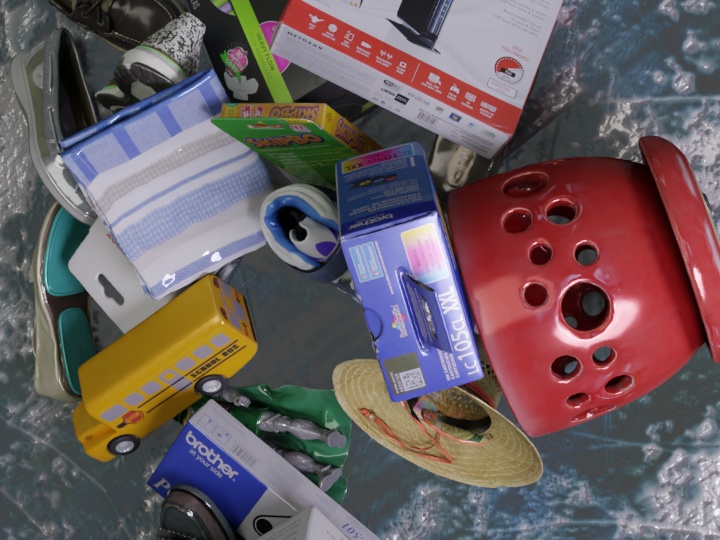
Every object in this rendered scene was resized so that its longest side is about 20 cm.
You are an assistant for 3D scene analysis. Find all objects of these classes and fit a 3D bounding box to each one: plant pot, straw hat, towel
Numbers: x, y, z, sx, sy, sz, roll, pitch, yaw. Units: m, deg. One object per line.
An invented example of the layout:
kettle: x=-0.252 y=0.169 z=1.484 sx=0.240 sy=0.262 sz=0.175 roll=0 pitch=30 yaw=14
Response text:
plant pot: x=0.180 y=0.006 z=1.074 sx=0.182 sy=0.200 sz=0.201 roll=-19 pitch=81 yaw=9
straw hat: x=0.075 y=0.094 z=1.166 sx=0.200 sy=0.201 sz=0.085 roll=17 pitch=62 yaw=26
towel: x=-0.150 y=-0.066 z=1.190 sx=0.146 sy=0.200 sz=0.024 roll=-27 pitch=49 yaw=-3

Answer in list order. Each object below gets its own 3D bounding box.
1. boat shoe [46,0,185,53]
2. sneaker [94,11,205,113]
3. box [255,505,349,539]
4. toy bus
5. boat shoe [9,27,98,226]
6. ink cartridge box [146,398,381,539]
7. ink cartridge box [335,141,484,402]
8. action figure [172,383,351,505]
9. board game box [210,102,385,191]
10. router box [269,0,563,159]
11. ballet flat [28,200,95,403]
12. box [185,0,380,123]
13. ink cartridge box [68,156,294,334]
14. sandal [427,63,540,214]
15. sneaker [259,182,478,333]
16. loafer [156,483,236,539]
boat shoe: x=-0.254 y=-0.260 z=1.367 sx=0.199 sy=0.065 sz=0.073 roll=26 pitch=99 yaw=23
sneaker: x=-0.170 y=-0.169 z=1.229 sx=0.077 sy=0.200 sz=0.089 roll=38 pitch=74 yaw=-13
box: x=-0.054 y=0.339 z=1.172 sx=0.200 sy=0.131 sz=0.199 roll=-35 pitch=110 yaw=22
toy bus: x=-0.185 y=0.091 z=1.285 sx=0.200 sy=0.078 sz=0.065 roll=-34 pitch=48 yaw=17
boat shoe: x=-0.279 y=-0.137 z=1.374 sx=0.065 sy=0.074 sz=0.203 roll=-31 pitch=69 yaw=27
ink cartridge box: x=-0.084 y=0.213 z=1.243 sx=0.200 sy=0.044 sz=0.094 roll=39 pitch=124 yaw=5
ink cartridge box: x=0.035 y=0.003 z=1.048 sx=0.076 sy=0.200 sz=0.137 roll=-16 pitch=112 yaw=6
action figure: x=-0.104 y=0.144 z=1.294 sx=0.199 sy=0.055 sz=0.119 roll=13 pitch=98 yaw=30
board game box: x=-0.036 y=-0.102 z=1.181 sx=0.095 sy=0.200 sz=0.030 roll=3 pitch=81 yaw=26
router box: x=0.052 y=-0.211 z=1.129 sx=0.199 sy=0.049 sz=0.180 roll=25 pitch=66 yaw=-6
ballet flat: x=-0.297 y=0.029 z=1.387 sx=0.069 sy=0.069 sz=0.201 roll=-2 pitch=88 yaw=26
box: x=-0.054 y=-0.231 z=1.236 sx=0.148 sy=0.124 sz=0.201 roll=-29 pitch=75 yaw=23
ink cartridge box: x=-0.169 y=-0.041 z=1.318 sx=0.116 sy=0.068 sz=0.200 roll=46 pitch=108 yaw=21
sandal: x=0.095 y=-0.146 z=1.197 sx=0.081 sy=0.055 sz=0.201 roll=21 pitch=95 yaw=25
sneaker: x=0.000 y=0.000 z=1.190 sx=0.200 sy=0.146 sz=0.081 roll=41 pitch=106 yaw=21
loafer: x=-0.142 y=0.278 z=1.247 sx=0.072 sy=0.063 sz=0.201 roll=13 pitch=131 yaw=30
